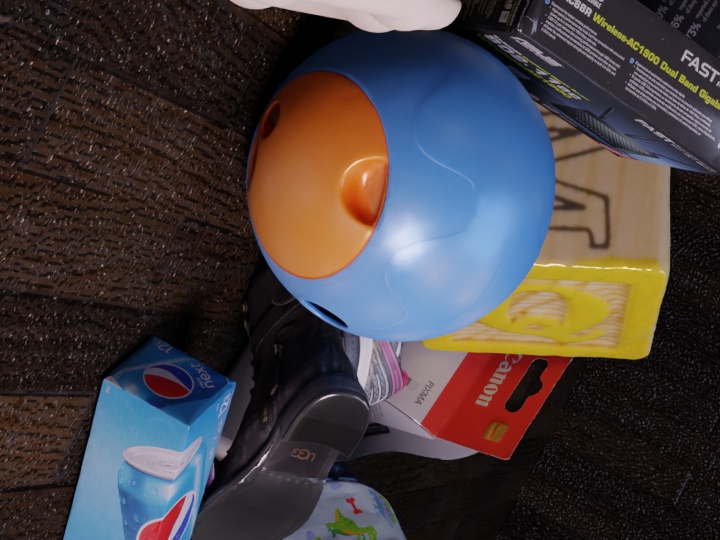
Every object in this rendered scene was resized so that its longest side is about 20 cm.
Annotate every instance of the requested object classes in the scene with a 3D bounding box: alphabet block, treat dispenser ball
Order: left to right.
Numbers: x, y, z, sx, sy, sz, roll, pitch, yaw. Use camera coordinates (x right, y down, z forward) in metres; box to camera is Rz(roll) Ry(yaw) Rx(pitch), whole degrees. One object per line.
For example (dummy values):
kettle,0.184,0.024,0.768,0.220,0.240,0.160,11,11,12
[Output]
treat dispenser ball,0.026,-0.056,1.250,0.202,0.200,0.201,-56,165,-24
alphabet block,0.147,-0.057,1.570,0.196,0.194,0.202,80,13,-66

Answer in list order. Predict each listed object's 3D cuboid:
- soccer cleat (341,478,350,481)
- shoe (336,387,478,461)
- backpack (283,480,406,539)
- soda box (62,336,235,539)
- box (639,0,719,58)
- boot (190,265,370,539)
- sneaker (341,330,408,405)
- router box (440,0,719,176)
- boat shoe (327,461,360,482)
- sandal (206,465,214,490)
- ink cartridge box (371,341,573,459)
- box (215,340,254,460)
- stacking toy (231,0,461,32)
soccer cleat,-0.065,0.235,1.617,0.199,0.068,0.086,-17,125,-34
shoe,0.045,0.115,1.713,0.091,0.199,0.072,-52,126,-50
backpack,-0.036,0.266,1.486,0.148,0.181,0.201,-108,-170,-46
soda box,-0.146,0.148,1.286,0.064,0.067,0.201,-44,157,-53
box,0.243,-0.241,1.694,0.148,0.199,0.105,-54,164,-26
boot,-0.059,0.081,1.360,0.200,0.069,0.175,-47,-145,28
sneaker,0.000,0.000,1.419,0.074,0.080,0.202,-4,107,-34
router box,0.152,-0.137,1.277,0.062,0.199,0.150,-62,-155,-4
boat shoe,-0.055,0.204,1.710,0.200,0.068,0.085,-36,150,-55
sandal,-0.128,0.157,1.405,0.083,0.050,0.203,-56,165,-22
ink cartridge box,0.070,0.064,1.641,0.161,0.199,0.050,-53,141,-32
box,-0.037,0.066,1.503,0.201,0.077,0.095,-58,166,-17
stacking toy,-0.004,-0.233,1.030,0.146,0.145,0.202,-6,107,-73
